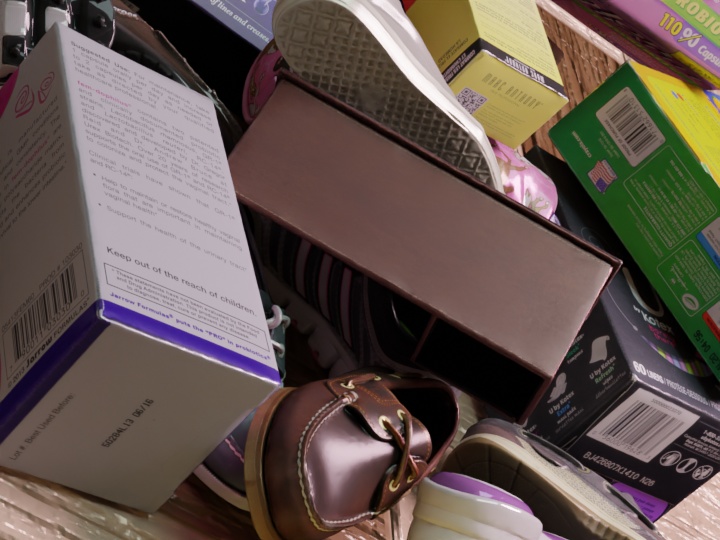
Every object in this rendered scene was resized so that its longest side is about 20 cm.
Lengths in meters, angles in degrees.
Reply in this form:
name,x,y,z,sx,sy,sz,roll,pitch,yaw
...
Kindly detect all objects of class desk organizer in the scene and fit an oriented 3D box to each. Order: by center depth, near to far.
name,x,y,z,sx,sy,sz,roll,pitch,yaw
desk organizer,0.022,-0.011,1.019,0.200,0.072,0.077,30,64,4

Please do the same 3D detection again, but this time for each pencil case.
name,x,y,z,sx,sy,sz,roll,pitch,yaw
pencil case,0.023,-0.070,1.148,0.200,0.083,0.087,36,5,-27

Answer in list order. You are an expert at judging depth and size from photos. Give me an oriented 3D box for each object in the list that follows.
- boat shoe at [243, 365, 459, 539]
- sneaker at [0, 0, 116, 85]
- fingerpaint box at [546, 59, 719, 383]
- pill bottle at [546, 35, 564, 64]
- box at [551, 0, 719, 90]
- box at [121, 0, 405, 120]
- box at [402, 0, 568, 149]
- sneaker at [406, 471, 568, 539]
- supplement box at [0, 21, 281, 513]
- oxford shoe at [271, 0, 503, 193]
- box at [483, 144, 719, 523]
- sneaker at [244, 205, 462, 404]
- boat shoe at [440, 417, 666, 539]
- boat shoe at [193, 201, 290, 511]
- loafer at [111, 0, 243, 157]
name,x,y,z,sx,sy,sz,roll,pitch,yaw
boat shoe,0.000,0.082,0.957,0.200,0.070,0.071,-36,118,-73
sneaker,-0.227,-0.121,0.986,0.199,0.090,0.067,4,83,-22
fingerpaint box,0.223,-0.020,1.224,0.200,0.073,0.167,57,23,19
pill bottle,0.039,-0.186,1.377,0.200,0.120,0.120,43,27,-3
box,0.187,-0.206,1.329,0.176,0.097,0.200,35,3,-3
box,-0.060,-0.178,1.215,0.200,0.079,0.142,34,58,-20
box,0.061,-0.168,1.181,0.075,0.050,0.201,23,39,-37
sneaker,0.071,0.172,1.000,0.075,0.100,0.200,11,-17,38
supplement box,-0.120,-0.004,0.928,0.103,0.101,0.200,24,34,-35
oxford shoe,0.020,-0.089,1.060,0.200,0.075,0.058,52,26,-36
box,0.138,0.041,1.213,0.122,0.106,0.200,26,32,-37
sneaker,0.000,0.000,1.102,0.074,0.087,0.200,-4,54,-56
boat shoe,0.134,0.151,1.097,0.201,0.072,0.066,39,33,-3
boat shoe,-0.071,0.027,0.995,0.073,0.062,0.200,21,36,-41
loafer,-0.127,-0.112,1.096,0.200,0.073,0.071,47,28,5
